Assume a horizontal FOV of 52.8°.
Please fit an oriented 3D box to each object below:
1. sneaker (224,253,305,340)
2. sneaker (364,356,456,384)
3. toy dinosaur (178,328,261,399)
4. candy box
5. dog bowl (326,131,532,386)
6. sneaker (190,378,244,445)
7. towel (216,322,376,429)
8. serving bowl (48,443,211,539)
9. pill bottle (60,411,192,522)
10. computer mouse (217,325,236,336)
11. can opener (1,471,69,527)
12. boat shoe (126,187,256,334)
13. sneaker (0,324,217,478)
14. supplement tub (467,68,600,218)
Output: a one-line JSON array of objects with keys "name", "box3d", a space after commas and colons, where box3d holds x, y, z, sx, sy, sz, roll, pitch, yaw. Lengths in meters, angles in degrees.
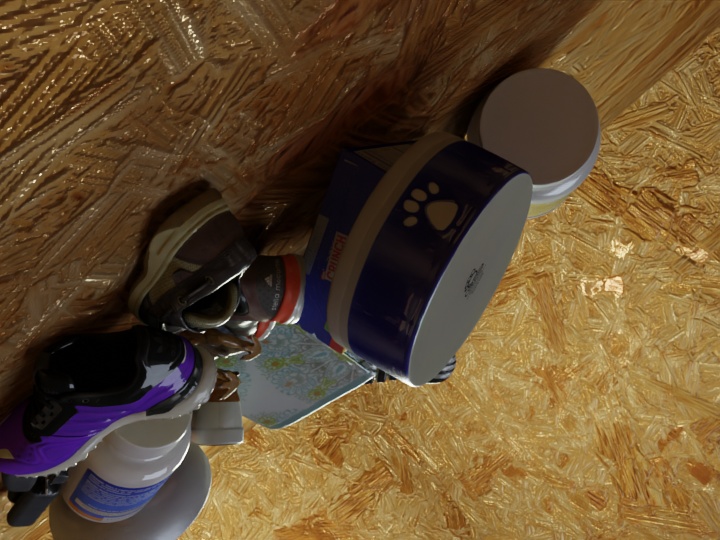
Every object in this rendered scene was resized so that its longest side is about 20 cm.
[{"name": "sneaker", "box3d": [-0.113, 0.018, 0.663, 0.081, 0.078, 0.200, 6, 165, -22]}, {"name": "sneaker", "box3d": [0.024, 0.091, 0.973, 0.116, 0.199, 0.076, -95, -164, -56]}, {"name": "toy dinosaur", "box3d": [-0.139, 0.072, 0.683, 0.200, 0.106, 0.061, 10, 98, -56]}, {"name": "candy box", "box3d": [0.024, -0.034, 0.713, 0.200, 0.077, 0.170, -25, 141, -61]}, {"name": "dog bowl", "box3d": [0.061, -0.008, 0.602, 0.200, 0.079, 0.201, -48, 156, -31]}, {"name": "sneaker", "box3d": [-0.186, 0.152, 0.833, 0.072, 0.085, 0.200, 4, 170, -36]}, {"name": "towel", "box3d": [-0.097, 0.111, 0.875, 0.199, 0.171, 0.048, -32, -142, 22]}, {"name": "serving bowl", "box3d": [-0.288, 0.257, 0.885, 0.200, 0.200, 0.066, -35, 129, -30]}, {"name": "pill bottle", "box3d": [-0.240, 0.179, 0.749, 0.112, 0.112, 0.200, -32, 169, -43]}, {"name": "computer mouse", "box3d": [-0.196, 0.100, 0.804, 0.200, 0.034, 0.059, -40, 173, 14]}, {"name": "can opener", "box3d": [-0.348, 0.215, 0.751, 0.067, 0.054, 0.200, 9, 142, -35]}, {"name": "boat shoe", "box3d": [-0.123, 0.015, 0.530, 0.073, 0.065, 0.200, -37, 173, -27]}, {"name": "sneaker", "box3d": [-0.217, 0.090, 0.546, 0.199, 0.070, 0.100, -26, 146, 11]}, {"name": "supplement tub", "box3d": [0.196, -0.142, 0.843, 0.145, 0.146, 0.200, -39, 173, 3]}]
